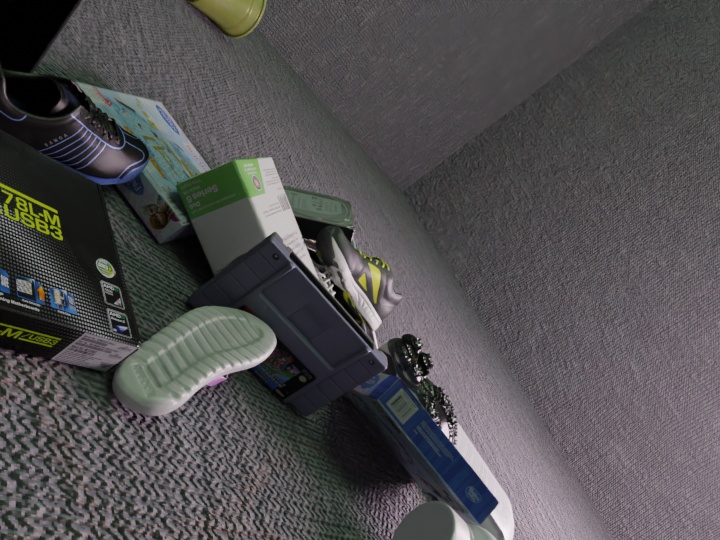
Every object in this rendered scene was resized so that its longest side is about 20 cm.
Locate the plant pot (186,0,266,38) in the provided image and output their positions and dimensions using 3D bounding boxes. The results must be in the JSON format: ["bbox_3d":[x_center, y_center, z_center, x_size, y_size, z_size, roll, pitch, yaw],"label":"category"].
[{"bbox_3d":[-0.402,-0.796,1.701,0.201,0.200,0.184,58,24,17],"label":"plant pot"}]

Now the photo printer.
[{"bbox_3d":[0.177,0.356,0.971,0.200,0.069,0.166,56,13,7],"label":"photo printer"}]

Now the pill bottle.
[{"bbox_3d":[0.128,0.361,0.680,0.200,0.114,0.114,49,13,-18],"label":"pill bottle"}]

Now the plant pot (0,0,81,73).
[{"bbox_3d":[-0.367,-0.301,0.495,0.177,0.200,0.199,44,12,7],"label":"plant pot"}]

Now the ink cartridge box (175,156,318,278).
[{"bbox_3d":[-0.130,-0.033,0.750,0.146,0.084,0.200,-55,125,-76],"label":"ink cartridge box"}]

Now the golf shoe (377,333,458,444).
[{"bbox_3d":[0.079,0.199,0.906,0.078,0.094,0.200,-13,81,-53],"label":"golf shoe"}]

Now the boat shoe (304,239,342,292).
[{"bbox_3d":[-0.079,-0.011,1.042,0.200,0.073,0.065,51,35,-47],"label":"boat shoe"}]

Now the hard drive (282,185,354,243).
[{"bbox_3d":[-0.111,-0.097,0.944,0.199,0.038,0.140,11,23,-8],"label":"hard drive"}]

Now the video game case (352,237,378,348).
[{"bbox_3d":[0.001,0.044,1.093,0.200,0.023,0.183,-104,-179,-60],"label":"video game case"}]

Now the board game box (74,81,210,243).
[{"bbox_3d":[-0.257,-0.135,0.763,0.200,0.041,0.200,54,13,-2],"label":"board game box"}]

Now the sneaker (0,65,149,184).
[{"bbox_3d":[-0.271,-0.136,0.565,0.200,0.078,0.070,0,59,-62],"label":"sneaker"}]

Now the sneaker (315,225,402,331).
[{"bbox_3d":[0.000,0.000,0.908,0.074,0.085,0.200,36,-21,48],"label":"sneaker"}]

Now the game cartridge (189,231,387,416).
[{"bbox_3d":[-0.079,0.069,0.666,0.200,0.130,0.038,49,16,-19],"label":"game cartridge"}]

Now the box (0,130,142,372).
[{"bbox_3d":[-0.268,-0.032,0.441,0.200,0.047,0.193,36,24,-55],"label":"box"}]

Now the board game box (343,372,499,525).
[{"bbox_3d":[0.063,0.219,0.785,0.200,0.043,0.199,52,-17,-8],"label":"board game box"}]

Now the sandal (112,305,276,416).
[{"bbox_3d":[-0.155,0.082,0.557,0.082,0.050,0.203,42,23,13],"label":"sandal"}]

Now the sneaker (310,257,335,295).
[{"bbox_3d":[-0.069,0.029,0.862,0.200,0.071,0.073,46,26,21],"label":"sneaker"}]

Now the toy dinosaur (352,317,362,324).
[{"bbox_3d":[-0.030,0.107,0.910,0.200,0.058,0.101,51,14,-13],"label":"toy dinosaur"}]
